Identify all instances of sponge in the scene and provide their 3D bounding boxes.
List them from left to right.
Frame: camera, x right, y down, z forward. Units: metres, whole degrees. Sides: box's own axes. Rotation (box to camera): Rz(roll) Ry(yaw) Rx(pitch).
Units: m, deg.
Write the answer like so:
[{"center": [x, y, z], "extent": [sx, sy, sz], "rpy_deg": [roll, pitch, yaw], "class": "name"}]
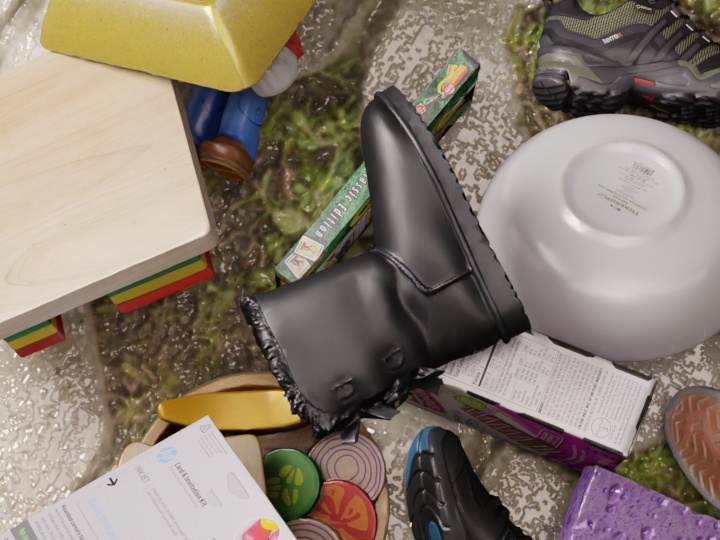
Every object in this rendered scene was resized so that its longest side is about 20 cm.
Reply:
[{"center": [0.223, 0.221, 1.593], "extent": [0.199, 0.030, 0.112], "rpy_deg": [24, 77, -14], "class": "sponge"}]

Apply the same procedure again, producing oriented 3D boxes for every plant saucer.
[{"center": [-0.107, -0.224, 1.591], "extent": [0.199, 0.049, 0.200], "rpy_deg": [15, 61, 37], "class": "plant saucer"}]

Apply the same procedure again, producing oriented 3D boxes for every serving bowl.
[{"center": [0.178, -0.037, 1.605], "extent": [0.199, 0.066, 0.201], "rpy_deg": [0, 52, 0], "class": "serving bowl"}]

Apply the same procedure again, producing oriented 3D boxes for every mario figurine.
[{"center": [-0.094, -0.172, 1.644], "extent": [0.123, 0.106, 0.201], "rpy_deg": [18, 81, 3], "class": "mario figurine"}]

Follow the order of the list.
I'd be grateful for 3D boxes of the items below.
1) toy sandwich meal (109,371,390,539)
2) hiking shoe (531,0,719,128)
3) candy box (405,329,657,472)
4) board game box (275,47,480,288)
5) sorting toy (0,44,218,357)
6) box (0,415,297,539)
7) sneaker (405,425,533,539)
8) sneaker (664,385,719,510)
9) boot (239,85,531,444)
[{"center": [-0.078, 0.159, 1.601], "extent": [0.204, 0.070, 0.206], "rpy_deg": [0, 80, -2], "class": "toy sandwich meal"}, {"center": [0.223, -0.160, 1.665], "extent": [0.199, 0.076, 0.101], "rpy_deg": [5, 76, -6], "class": "hiking shoe"}, {"center": [0.091, 0.073, 1.589], "extent": [0.199, 0.136, 0.061], "rpy_deg": [22, 79, 3], "class": "candy box"}, {"center": [0.011, -0.061, 1.626], "extent": [0.023, 0.105, 0.200], "rpy_deg": [39, 82, 9], "class": "board game box"}, {"center": [-0.199, -0.049, 1.595], "extent": [0.199, 0.070, 0.199], "rpy_deg": [-23, 56, 8], "class": "sorting toy"}, {"center": [-0.148, 0.194, 1.491], "extent": [0.200, 0.041, 0.156], "rpy_deg": [-31, 40, -10], "class": "box"}, {"center": [0.092, 0.198, 1.608], "extent": [0.082, 0.073, 0.201], "rpy_deg": [-19, 88, -18], "class": "sneaker"}, {"center": [0.299, 0.151, 1.622], "extent": [0.200, 0.080, 0.072], "rpy_deg": [39, 104, 23], "class": "sneaker"}, {"center": [0.000, 0.000, 1.498], "extent": [0.162, 0.073, 0.199], "rpy_deg": [-27, 81, -3], "class": "boot"}]
